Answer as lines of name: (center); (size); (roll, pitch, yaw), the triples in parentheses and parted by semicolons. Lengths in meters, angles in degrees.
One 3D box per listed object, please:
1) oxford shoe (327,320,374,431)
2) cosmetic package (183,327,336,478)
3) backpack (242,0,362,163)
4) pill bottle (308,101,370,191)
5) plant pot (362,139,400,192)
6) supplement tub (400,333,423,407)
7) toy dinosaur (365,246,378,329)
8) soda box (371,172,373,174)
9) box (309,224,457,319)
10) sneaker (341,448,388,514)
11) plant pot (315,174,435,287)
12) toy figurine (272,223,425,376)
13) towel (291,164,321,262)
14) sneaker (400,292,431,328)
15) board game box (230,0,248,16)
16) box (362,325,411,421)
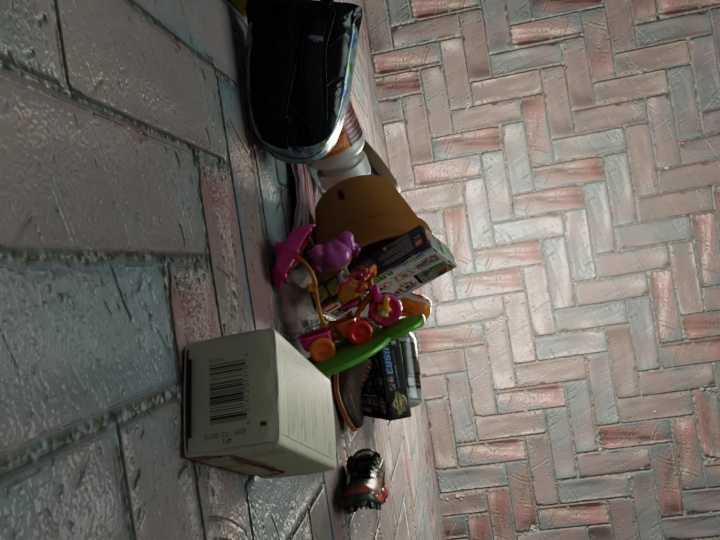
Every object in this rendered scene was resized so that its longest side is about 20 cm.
oxford shoe: (-0.010, 0.186, 1.181); (0.071, 0.072, 0.203); (-37, 118, -80)
cosmetic package: (-0.089, 0.137, 0.640); (0.200, 0.086, 0.105); (62, 20, -64)
backpack: (-0.081, -0.249, 0.906); (0.154, 0.161, 0.203); (104, -13, -73)
pill bottle: (-0.058, -0.238, 1.096); (0.110, 0.108, 0.201); (-86, 155, -58)
plant pot: (-0.012, -0.215, 1.409); (0.201, 0.092, 0.201); (51, -1, 1)
supplement tub: (0.082, 0.229, 1.607); (0.123, 0.121, 0.203); (60, 23, -68)
toy dinosaur: (0.000, 0.000, 1.154); (0.202, 0.135, 0.102); (67, -12, -9)
soda box: (0.012, -0.126, 1.349); (0.200, 0.067, 0.065); (56, 26, -71)
box: (0.034, 0.012, 0.988); (0.110, 0.199, 0.035); (31, 34, -55)
sneaker: (0.005, 0.353, 1.120); (0.200, 0.070, 0.099); (56, 27, -76)
plant pot: (0.011, -0.054, 1.043); (0.200, 0.198, 0.141); (65, 6, -62)
toy figurine: (-0.035, 0.022, 0.893); (0.150, 0.198, 0.186); (-150, -143, -82)
towel: (-0.085, -0.086, 1.134); (0.200, 0.030, 0.148); (69, 14, -66)
sneaker: (0.040, 0.062, 1.318); (0.073, 0.198, 0.078); (0, 109, -78)
board game box: (-0.165, -0.463, 0.898); (0.102, 0.047, 0.203); (-23, 104, -81)
box: (0.027, 0.177, 1.265); (0.200, 0.049, 0.201); (153, -72, -71)
